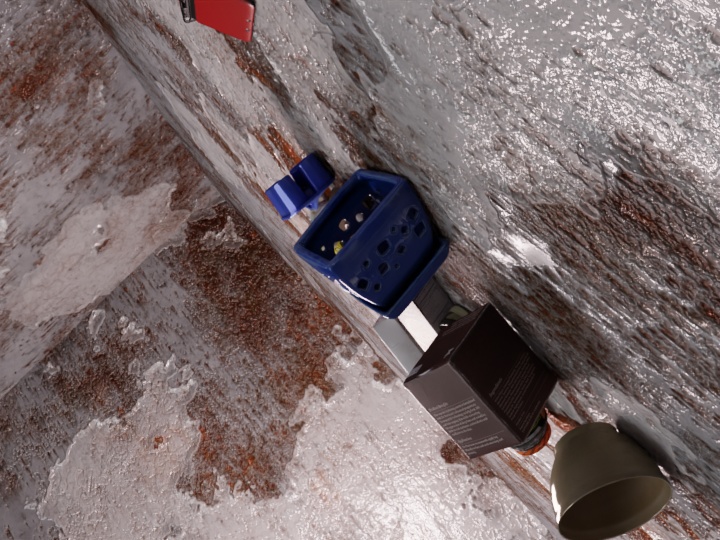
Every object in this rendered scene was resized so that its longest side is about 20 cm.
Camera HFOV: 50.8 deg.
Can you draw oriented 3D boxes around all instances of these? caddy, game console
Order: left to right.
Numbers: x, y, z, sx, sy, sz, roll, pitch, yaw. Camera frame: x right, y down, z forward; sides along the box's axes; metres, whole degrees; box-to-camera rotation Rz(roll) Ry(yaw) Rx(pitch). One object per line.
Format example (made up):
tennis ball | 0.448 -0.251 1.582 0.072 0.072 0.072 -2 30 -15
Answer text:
game console | -0.253 -0.490 1.274 0.200 0.115 0.177 173 85 -79
caddy | -0.128 -0.174 1.667 0.106 0.141 0.200 52 171 -10

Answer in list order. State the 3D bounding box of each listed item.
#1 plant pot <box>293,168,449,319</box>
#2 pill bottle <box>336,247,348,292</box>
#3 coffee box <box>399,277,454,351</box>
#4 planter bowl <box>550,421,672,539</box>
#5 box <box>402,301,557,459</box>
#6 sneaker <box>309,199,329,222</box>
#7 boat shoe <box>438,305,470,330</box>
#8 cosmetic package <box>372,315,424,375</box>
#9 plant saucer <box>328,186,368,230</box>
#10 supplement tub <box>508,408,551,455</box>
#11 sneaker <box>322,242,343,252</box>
plant pot | 0.027 -0.040 1.336 0.180 0.201 0.199 43 173 -26
pill bottle | 0.000 0.000 1.850 0.112 0.112 0.200 45 -175 9
coffee box | 0.149 0.098 1.651 0.113 0.080 0.201 6 141 54
planter bowl | 0.406 0.347 1.287 0.201 0.196 0.137 54 -165 -44
box | 0.221 0.206 1.397 0.201 0.164 0.165 47 144 -5
sneaker | -0.090 -0.136 1.866 0.200 0.075 0.083 129 122 -71
boat shoe | 0.231 0.136 1.526 0.200 0.066 0.072 34 162 54
cosmetic package | 0.126 0.186 1.930 0.202 0.073 0.102 52 -155 -5
plant saucer | -0.005 -0.086 1.602 0.200 0.032 0.201 45 162 18
supplement tub | 0.318 0.293 1.614 0.201 0.122 0.122 51 170 -22
sneaker | -0.058 -0.055 1.868 0.200 0.075 0.077 65 -179 -72
